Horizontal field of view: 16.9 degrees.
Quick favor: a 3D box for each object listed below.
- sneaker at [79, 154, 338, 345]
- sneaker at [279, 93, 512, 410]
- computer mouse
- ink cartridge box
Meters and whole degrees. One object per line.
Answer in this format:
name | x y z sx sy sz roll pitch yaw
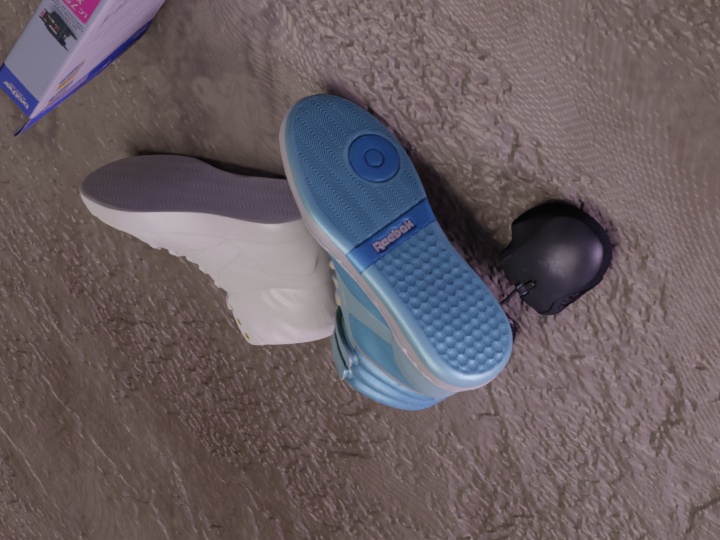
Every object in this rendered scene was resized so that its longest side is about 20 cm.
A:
sneaker | -0.095 -0.007 1.572 0.200 0.074 0.116 14 133 39
sneaker | 0.000 0.000 1.452 0.200 0.080 0.131 59 154 8
computer mouse | 0.086 0.015 1.422 0.059 0.034 0.200 46 149 0
ink cartridge box | -0.148 -0.160 1.421 0.042 0.119 0.200 45 148 1
